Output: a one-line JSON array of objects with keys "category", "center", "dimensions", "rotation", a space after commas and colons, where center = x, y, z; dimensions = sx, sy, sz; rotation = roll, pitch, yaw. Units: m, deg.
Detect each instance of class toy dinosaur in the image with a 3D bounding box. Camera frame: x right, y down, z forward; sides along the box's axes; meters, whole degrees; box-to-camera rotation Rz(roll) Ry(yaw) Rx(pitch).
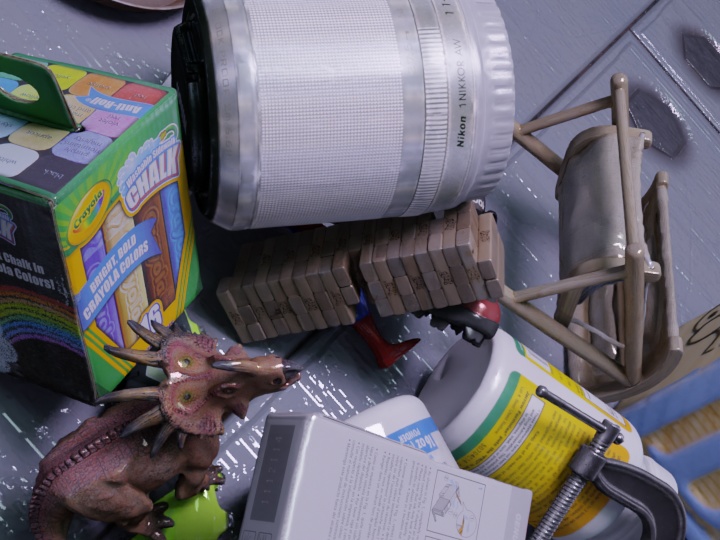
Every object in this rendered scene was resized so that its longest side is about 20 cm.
[{"category": "toy dinosaur", "center": [-0.129, 0.098, 0.625], "dimensions": [0.200, 0.136, 0.086], "rotation": [-42, 77, -7]}]

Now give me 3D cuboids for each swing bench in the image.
[{"category": "swing bench", "center": [0.206, -0.021, 0.975], "dimensions": [0.200, 0.129, 0.199], "rotation": [49, 36, -43]}]

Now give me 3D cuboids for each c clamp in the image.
[{"category": "c clamp", "center": [0.152, 0.202, 0.828], "dimensions": [0.170, 0.200, 0.027], "rotation": [25, 5, -19]}]

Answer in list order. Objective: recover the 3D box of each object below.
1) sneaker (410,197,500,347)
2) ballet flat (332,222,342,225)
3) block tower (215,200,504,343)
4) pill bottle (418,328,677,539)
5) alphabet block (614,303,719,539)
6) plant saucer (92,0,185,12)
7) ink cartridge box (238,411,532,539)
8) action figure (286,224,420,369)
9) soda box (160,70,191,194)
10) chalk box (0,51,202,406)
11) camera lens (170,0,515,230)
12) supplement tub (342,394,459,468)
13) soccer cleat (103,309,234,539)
[{"category": "sneaker", "center": [0.068, -0.017, 0.878], "dimensions": [0.071, 0.098, 0.201], "rotation": [29, 14, -25]}, {"category": "ballet flat", "center": [-0.051, -0.123, 0.850], "dimensions": [0.200, 0.068, 0.075], "rotation": [58, 3, -11]}, {"category": "block tower", "center": [0.000, 0.000, 0.807], "dimensions": [0.058, 0.199, 0.054], "rotation": [-81, 154, -49]}, {"category": "pill bottle", "center": [0.148, 0.142, 0.883], "dimensions": [0.200, 0.113, 0.113], "rotation": [35, 47, -15]}, {"category": "alphabet block", "center": [0.376, 0.132, 1.012], "dimensions": [0.197, 0.195, 0.200], "rotation": [53, 46, 1]}, {"category": "plant saucer", "center": [-0.210, -0.292, 0.944], "dimensions": [0.200, 0.034, 0.201], "rotation": [19, 53, -28]}, {"category": "ink cartridge box", "center": [0.006, 0.196, 0.613], "dimensions": [0.176, 0.045, 0.201], "rotation": [25, 69, -36]}, {"category": "action figure", "center": [-0.026, -0.015, 0.886], "dimensions": [0.052, 0.065, 0.200], "rotation": [-39, 89, -3]}, {"category": "soda box", "center": [-0.145, -0.092, 0.839], "dimensions": [0.064, 0.068, 0.200], "rotation": [38, 46, -15]}, {"category": "chalk box", "center": [-0.184, -0.045, 0.664], "dimensions": [0.124, 0.200, 0.124], "rotation": [17, 42, 19]}, {"category": "camera lens", "center": [-0.018, -0.111, 0.736], "dimensions": [0.199, 0.160, 0.160], "rotation": [-5, 64, -15]}, {"category": "supplement tub", "center": [0.028, 0.197, 0.741], "dimensions": [0.132, 0.132, 0.200], "rotation": [-19, 74, -43]}, {"category": "soccer cleat", "center": [-0.137, 0.093, 0.731], "dimensions": [0.081, 0.068, 0.201], "rotation": [-3, 62, -21]}]
